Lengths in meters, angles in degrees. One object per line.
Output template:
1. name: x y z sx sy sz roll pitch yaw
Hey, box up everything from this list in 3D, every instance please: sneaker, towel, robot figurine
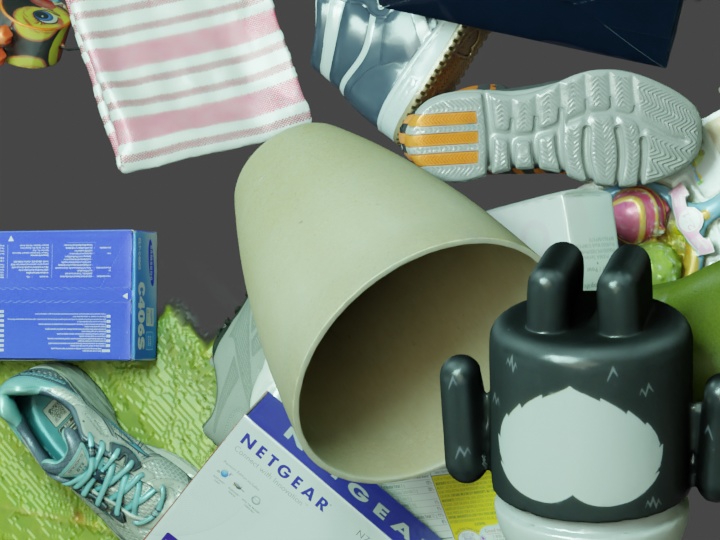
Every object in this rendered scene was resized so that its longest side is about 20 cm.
1. sneaker: -0.065 0.037 1.570 0.079 0.074 0.202 14 93 24
2. towel: -0.129 -0.178 1.580 0.145 0.030 0.201 -16 83 -16
3. sneaker: 0.044 -0.197 1.542 0.108 0.070 0.201 37 97 21
4. robot figurine: 0.137 0.088 1.334 0.150 0.124 0.202 21 118 51
5. sneaker: 0.124 -0.100 1.499 0.198 0.112 0.078 2 99 -3
6. sneaker: -0.185 0.145 1.598 0.200 0.086 0.078 38 100 16

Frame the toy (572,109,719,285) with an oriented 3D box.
1. toy: 0.195 -0.023 1.495 0.199 0.047 0.116 -28 76 15

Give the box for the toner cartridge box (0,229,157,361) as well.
1. toner cartridge box: -0.247 0.019 1.646 0.198 0.043 0.096 0 89 19

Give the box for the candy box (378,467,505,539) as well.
1. candy box: 0.085 0.137 1.484 0.199 0.026 0.103 -11 100 44

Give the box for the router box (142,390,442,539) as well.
1. router box: -0.046 0.213 1.525 0.200 0.049 0.180 39 114 2

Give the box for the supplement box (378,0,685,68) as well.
1. supplement box: 0.127 -0.265 1.431 0.198 0.134 0.201 13 72 6

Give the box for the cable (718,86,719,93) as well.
1. cable: 0.324 -0.156 1.468 0.199 0.050 0.097 -28 44 1

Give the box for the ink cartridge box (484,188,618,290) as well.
1. ink cartridge box: 0.114 0.057 1.474 0.162 0.057 0.202 -14 78 58

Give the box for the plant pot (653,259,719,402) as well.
1. plant pot: 0.277 0.061 1.403 0.192 0.200 0.202 -10 85 29

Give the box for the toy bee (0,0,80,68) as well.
1. toy bee: -0.243 -0.189 1.607 0.199 0.108 0.132 15 113 31

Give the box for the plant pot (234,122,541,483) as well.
1. plant pot: 0.000 0.000 1.430 0.188 0.187 0.200 -48 45 11
